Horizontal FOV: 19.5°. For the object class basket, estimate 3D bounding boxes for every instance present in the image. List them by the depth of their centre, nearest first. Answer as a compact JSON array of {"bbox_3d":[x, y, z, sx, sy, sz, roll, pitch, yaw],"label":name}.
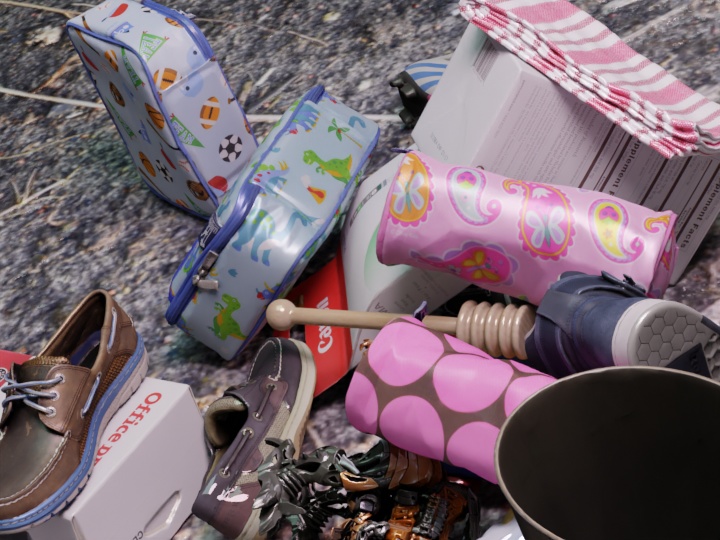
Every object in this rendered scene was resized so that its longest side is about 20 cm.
[{"bbox_3d":[0.168,0.176,1.123,0.136,0.201,0.180,-32,35,-21],"label":"basket"}]

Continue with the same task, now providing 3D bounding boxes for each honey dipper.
[{"bbox_3d":[0.023,0.036,1.433,0.199,0.038,0.038,3,38,25],"label":"honey dipper"}]

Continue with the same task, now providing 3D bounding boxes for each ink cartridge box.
[{"bbox_3d":[-0.221,0.141,1.484,0.199,0.084,0.144,8,41,34],"label":"ink cartridge box"},{"bbox_3d":[0.000,0.000,1.550,0.199,0.050,0.161,-34,28,16],"label":"ink cartridge box"}]

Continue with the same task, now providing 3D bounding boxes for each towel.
[{"bbox_3d":[0.177,-0.143,1.470,0.200,0.030,0.146,37,22,20],"label":"towel"}]

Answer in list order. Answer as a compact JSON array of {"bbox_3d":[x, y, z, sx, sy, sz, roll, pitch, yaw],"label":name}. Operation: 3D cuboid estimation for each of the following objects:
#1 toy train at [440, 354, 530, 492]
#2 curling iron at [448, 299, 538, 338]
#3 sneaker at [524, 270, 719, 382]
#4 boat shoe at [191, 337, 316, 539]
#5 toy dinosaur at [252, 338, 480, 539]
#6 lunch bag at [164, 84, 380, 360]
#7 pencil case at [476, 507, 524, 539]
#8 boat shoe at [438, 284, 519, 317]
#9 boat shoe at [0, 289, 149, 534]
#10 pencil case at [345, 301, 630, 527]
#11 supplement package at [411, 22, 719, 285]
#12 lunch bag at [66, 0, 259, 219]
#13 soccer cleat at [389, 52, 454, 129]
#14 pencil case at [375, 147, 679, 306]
[{"bbox_3d":[0.141,0.099,1.377,0.199,0.085,0.116,5,25,31],"label":"toy train"},{"bbox_3d":[0.091,0.033,1.444,0.199,0.026,0.050,-23,32,17],"label":"curling iron"},{"bbox_3d":[0.194,0.067,1.307,0.146,0.202,0.077,13,70,57],"label":"sneaker"},{"bbox_3d":[-0.077,0.109,1.458,0.072,0.065,0.201,-51,18,35],"label":"boat shoe"},{"bbox_3d":[0.011,0.145,1.343,0.135,0.103,0.201,-10,39,12],"label":"toy dinosaur"},{"bbox_3d":[-0.070,-0.036,1.617,0.082,0.161,0.200,33,44,-3],"label":"lunch bag"},{"bbox_3d":[0.044,0.219,1.227,0.199,0.091,0.083,-31,34,-20],"label":"pencil case"},{"bbox_3d":[0.125,0.025,1.497,0.198,0.074,0.068,-1,55,36],"label":"boat shoe"},{"bbox_3d":[-0.211,0.091,1.409,0.072,0.073,0.200,-2,37,23],"label":"boat shoe"},{"bbox_3d":[0.093,0.091,1.260,0.199,0.094,0.091,23,86,33],"label":"pencil case"},{"bbox_3d":[0.157,-0.088,1.515,0.199,0.110,0.114,19,23,-25],"label":"supplement package"},{"bbox_3d":[-0.167,-0.146,1.780,0.075,0.201,0.160,-36,36,-20],"label":"lunch bag"},{"bbox_3d":[0.096,-0.137,1.754,0.086,0.070,0.200,-26,33,-11],"label":"soccer cleat"},{"bbox_3d":[0.110,-0.022,1.391,0.199,0.088,0.088,14,41,15],"label":"pencil case"}]
